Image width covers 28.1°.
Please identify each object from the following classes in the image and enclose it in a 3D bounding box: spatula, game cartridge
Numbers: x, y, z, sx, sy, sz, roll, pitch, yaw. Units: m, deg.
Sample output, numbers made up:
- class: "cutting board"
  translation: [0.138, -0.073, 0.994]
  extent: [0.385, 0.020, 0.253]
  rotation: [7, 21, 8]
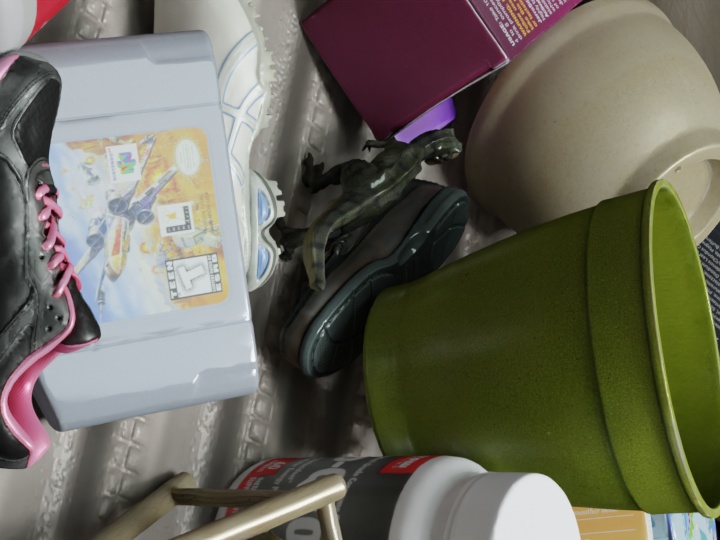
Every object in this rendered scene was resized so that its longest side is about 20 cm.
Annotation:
- class: "spatula"
  translation: [0.075, -0.151, 1.096]
  extent: [0.200, 0.020, 0.057]
  rotation: [-38, 104, -49]
- class: "game cartridge"
  translation: [-0.130, -0.022, 0.762]
  extent: [0.132, 0.041, 0.202]
  rotation: [-10, 94, -30]

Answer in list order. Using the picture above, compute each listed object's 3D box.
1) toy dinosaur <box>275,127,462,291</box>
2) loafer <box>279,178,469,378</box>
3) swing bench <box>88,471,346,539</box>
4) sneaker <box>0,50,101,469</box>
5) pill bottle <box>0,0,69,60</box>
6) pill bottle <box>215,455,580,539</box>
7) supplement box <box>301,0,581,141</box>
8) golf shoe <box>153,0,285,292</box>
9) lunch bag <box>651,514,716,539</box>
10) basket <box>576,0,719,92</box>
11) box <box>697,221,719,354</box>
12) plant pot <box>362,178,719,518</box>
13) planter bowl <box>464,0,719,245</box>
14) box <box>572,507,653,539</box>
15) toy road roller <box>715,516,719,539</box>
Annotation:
- class: "toy dinosaur"
  translation: [-0.009, -0.045, 0.919]
  extent: [0.200, 0.088, 0.048]
  rotation: [-47, 120, -44]
- class: "loafer"
  translation: [0.000, 0.000, 0.962]
  extent: [0.200, 0.063, 0.072]
  rotation: [-42, 148, -42]
- class: "swing bench"
  translation: [-0.094, 0.230, 0.738]
  extent: [0.199, 0.129, 0.201]
  rotation: [-22, 103, -51]
- class: "sneaker"
  translation: [-0.161, 0.001, 0.675]
  extent: [0.079, 0.095, 0.202]
  rotation: [4, 100, -82]
- class: "pill bottle"
  translation: [-0.167, -0.195, 0.721]
  extent: [0.113, 0.112, 0.201]
  rotation: [59, 44, -28]
- class: "pill bottle"
  translation: [0.020, 0.165, 0.834]
  extent: [0.113, 0.199, 0.115]
  rotation: [11, 76, -51]
- class: "supplement box"
  translation: [0.075, -0.194, 1.002]
  extent: [0.104, 0.130, 0.200]
  rotation: [55, 43, -8]
- class: "golf shoe"
  translation: [-0.101, -0.084, 0.822]
  extent: [0.097, 0.078, 0.202]
  rotation: [-9, 91, -46]
- class: "lunch bag"
  translation: [0.256, 0.268, 1.205]
  extent: [0.160, 0.082, 0.202]
  rotation: [-7, 90, -62]
- class: "basket"
  translation: [0.239, -0.186, 1.212]
  extent: [0.136, 0.179, 0.201]
  rotation: [-51, 135, -37]
- class: "box"
  translation: [0.326, -0.015, 1.241]
  extent: [0.196, 0.117, 0.201]
  rotation: [-20, 145, -51]
- class: "plant pot"
  translation: [0.111, 0.061, 0.889]
  extent: [0.200, 0.191, 0.202]
  rotation: [-11, 90, -68]
- class: "planter bowl"
  translation: [0.196, -0.082, 1.069]
  extent: [0.199, 0.135, 0.201]
  rotation: [-26, 144, -21]
- class: "box"
  translation: [0.133, 0.102, 1.013]
  extent: [0.097, 0.123, 0.202]
  rotation: [38, 45, -74]
- class: "toy road roller"
  translation: [0.370, 0.300, 1.305]
  extent: [0.122, 0.145, 0.202]
  rotation: [-6, 90, -51]
